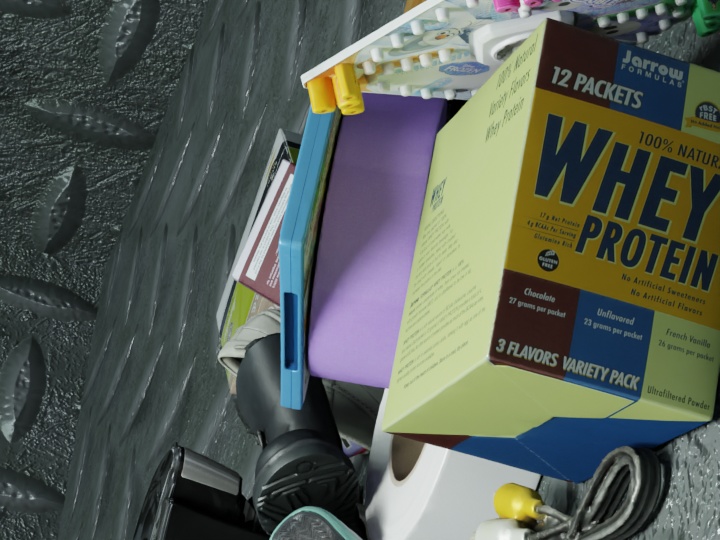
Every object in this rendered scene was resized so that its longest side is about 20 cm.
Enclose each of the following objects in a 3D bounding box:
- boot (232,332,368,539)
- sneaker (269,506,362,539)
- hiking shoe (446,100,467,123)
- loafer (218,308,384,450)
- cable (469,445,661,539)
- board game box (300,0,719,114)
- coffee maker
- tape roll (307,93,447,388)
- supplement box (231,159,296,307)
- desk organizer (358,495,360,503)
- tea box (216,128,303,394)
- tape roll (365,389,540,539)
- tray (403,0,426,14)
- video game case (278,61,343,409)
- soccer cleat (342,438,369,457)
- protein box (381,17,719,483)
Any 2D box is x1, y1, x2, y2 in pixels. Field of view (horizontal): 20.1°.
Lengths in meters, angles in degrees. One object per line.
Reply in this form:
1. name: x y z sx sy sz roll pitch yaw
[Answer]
1. boot: -0.054 0.117 1.495 0.201 0.076 0.169 70 179 -60
2. sneaker: 0.023 0.256 1.409 0.201 0.077 0.140 58 -173 24
3. hiking shoe: 0.093 -0.118 1.508 0.200 0.100 0.076 -176 102 -77
4. loafer: -0.033 0.103 1.645 0.199 0.070 0.070 31 143 36
5. cable: 0.113 0.160 1.198 0.200 0.050 0.098 133 149 -66
6. board game box: 0.099 -0.133 1.207 0.199 0.199 0.026 -25 72 45
7. coffee maker: -0.080 0.248 1.580 0.193 0.198 0.135 -87 18 -45
8. tape roll: 0.013 -0.023 1.378 0.200 0.065 0.202 8 -90 -85
9. supplement box: 0.000 0.000 1.594 0.199 0.061 0.110 29 97 39
10. desk organizer: -0.064 0.269 1.780 0.077 0.071 0.201 -87 18 -51
11. tea box: -0.036 0.004 1.839 0.197 0.132 0.202 -108 36 -69
12. tape roll: 0.069 0.106 1.412 0.202 0.070 0.204 -164 90 -78
13. tray: 0.047 -0.159 1.574 0.099 0.037 0.202 -100 23 -64
14. video game case: -0.032 -0.019 1.337 0.201 0.018 0.144 93 -172 -57
15. soccer cleat: 0.002 0.085 1.704 0.201 0.076 0.067 120 161 -47
16. protein box: 0.119 -0.004 1.187 0.199 0.134 0.202 136 147 -67
